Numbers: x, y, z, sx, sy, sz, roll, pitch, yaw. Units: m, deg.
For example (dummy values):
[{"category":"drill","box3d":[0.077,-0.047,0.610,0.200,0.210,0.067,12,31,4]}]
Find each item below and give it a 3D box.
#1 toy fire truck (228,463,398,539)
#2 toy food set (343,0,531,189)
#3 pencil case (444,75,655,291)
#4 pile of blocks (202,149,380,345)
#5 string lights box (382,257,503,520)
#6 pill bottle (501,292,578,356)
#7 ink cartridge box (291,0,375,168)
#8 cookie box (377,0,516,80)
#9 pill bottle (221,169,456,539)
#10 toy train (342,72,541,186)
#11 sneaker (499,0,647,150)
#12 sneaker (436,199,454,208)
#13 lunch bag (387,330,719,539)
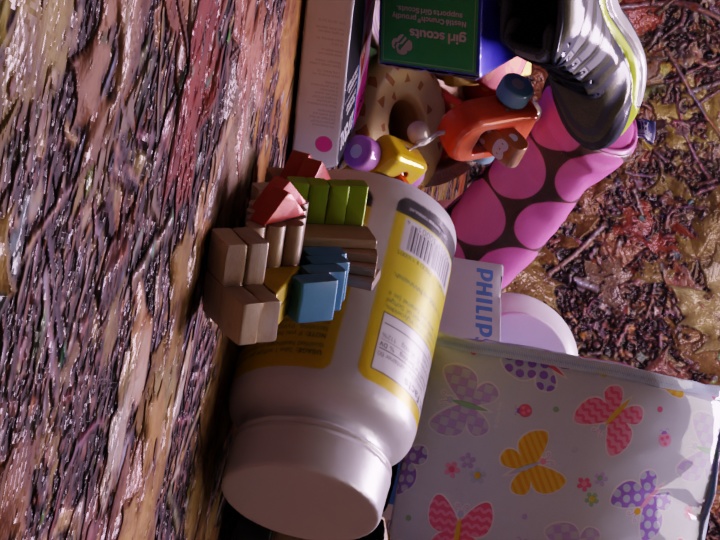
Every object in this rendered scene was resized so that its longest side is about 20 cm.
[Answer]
[{"category":"toy fire truck","box3d":[-0.019,0.135,1.490,0.200,0.128,0.177,126,-24,-75]},{"category":"toy food set","box3d":[0.054,-0.154,1.525,0.200,0.049,0.199,-14,110,-42]},{"category":"pencil case","box3d":[0.113,-0.055,1.557,0.200,0.091,0.094,-47,-158,36]},{"category":"pile of blocks","box3d":[-0.029,-0.022,1.192,0.200,0.082,0.062,-65,165,-67]},{"category":"string lights box","box3d":[0.052,0.088,1.569,0.200,0.059,0.103,108,-12,-54]},{"category":"pill bottle","box3d":[0.111,0.072,1.728,0.200,0.111,0.112,152,-52,-89]},{"category":"ink cartridge box","box3d":[-0.016,-0.136,1.382,0.095,0.037,0.201,-70,171,-59]},{"category":"cookie box","box3d":[0.080,-0.239,1.397,0.171,0.075,0.201,-34,130,-58]},{"category":"pill bottle","box3d":[-0.015,0.051,1.316,0.114,0.114,0.201,91,11,-59]},{"category":"toy train","box3d":[0.042,-0.042,1.465,0.056,0.150,0.200,60,-41,27]},{"category":"sneaker","box3d":[0.122,-0.148,1.374,0.081,0.074,0.200,-50,139,-29]},{"category":"sneaker","box3d":[0.033,-0.005,1.716,0.200,0.075,0.105,-49,153,-31]},{"category":"lunch bag","box3d":[0.124,0.137,1.406,0.127,0.199,0.170,39,61,-86]}]
